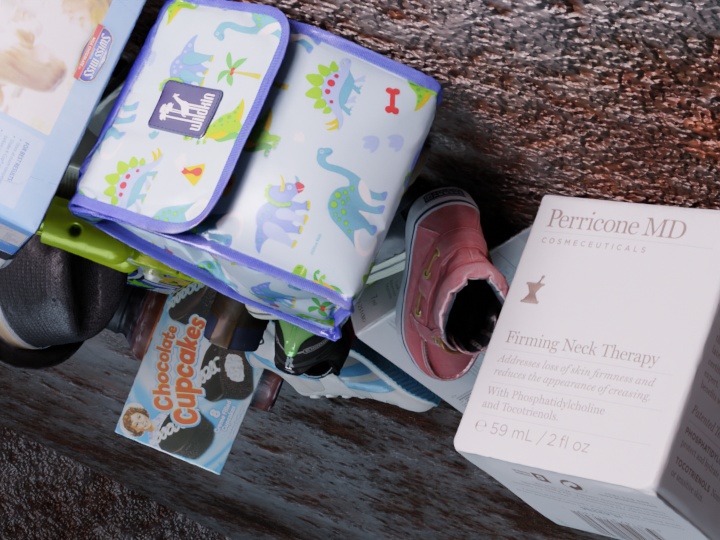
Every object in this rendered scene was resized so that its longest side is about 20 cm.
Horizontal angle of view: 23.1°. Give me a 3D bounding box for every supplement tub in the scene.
[{"bbox_3d":[-0.164,0.062,1.820,0.199,0.107,0.107,23,164,-1],"label":"supplement tub"}]

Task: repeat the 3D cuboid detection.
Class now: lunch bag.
[{"bbox_3d":[-0.068,-0.075,1.155,0.199,0.171,0.127,23,164,1],"label":"lunch bag"}]

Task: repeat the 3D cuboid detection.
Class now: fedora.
[{"bbox_3d":[-0.264,-0.009,1.568,0.091,0.201,0.201,5,157,36],"label":"fedora"}]

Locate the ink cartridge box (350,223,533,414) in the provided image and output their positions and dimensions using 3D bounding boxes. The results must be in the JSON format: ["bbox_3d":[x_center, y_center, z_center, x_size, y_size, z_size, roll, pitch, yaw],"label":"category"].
[{"bbox_3d":[0.115,0.037,1.429,0.173,0.044,0.200,-33,136,19],"label":"ink cartridge box"}]

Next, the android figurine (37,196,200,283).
[{"bbox_3d":[-0.203,-0.026,1.397,0.199,0.041,0.182,19,177,-5],"label":"android figurine"}]

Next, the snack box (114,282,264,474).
[{"bbox_3d":[-0.155,0.090,1.751,0.116,0.201,0.037,22,-166,-3],"label":"snack box"}]

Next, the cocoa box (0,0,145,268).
[{"bbox_3d":[-0.241,-0.126,1.160,0.133,0.201,0.131,27,162,-15],"label":"cocoa box"}]

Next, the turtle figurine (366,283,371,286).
[{"bbox_3d":[0.000,0.000,1.488,0.161,0.065,0.200,16,162,20],"label":"turtle figurine"}]

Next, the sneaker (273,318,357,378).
[{"bbox_3d":[-0.036,0.053,1.601,0.076,0.084,0.200,21,-169,19],"label":"sneaker"}]

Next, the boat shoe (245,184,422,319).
[{"bbox_3d":[-0.018,-0.016,1.383,0.199,0.075,0.062,-24,105,37],"label":"boat shoe"}]

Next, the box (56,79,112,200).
[{"bbox_3d":[-0.147,-0.080,1.361,0.199,0.078,0.095,17,163,-8],"label":"box"}]

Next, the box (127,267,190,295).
[{"bbox_3d":[-0.168,-0.031,1.581,0.064,0.070,0.200,15,166,-17],"label":"box"}]

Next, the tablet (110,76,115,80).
[{"bbox_3d":[-0.209,-0.123,1.461,0.130,0.014,0.200,24,163,-6],"label":"tablet"}]

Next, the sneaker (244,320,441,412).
[{"bbox_3d":[-0.014,0.088,1.709,0.199,0.077,0.081,25,131,-13],"label":"sneaker"}]

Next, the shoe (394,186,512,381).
[{"bbox_3d":[0.070,0.038,1.311,0.071,0.091,0.201,-11,139,-8],"label":"shoe"}]

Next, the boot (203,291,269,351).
[{"bbox_3d":[-0.107,0.021,1.585,0.074,0.097,0.200,24,178,3],"label":"boot"}]

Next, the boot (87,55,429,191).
[{"bbox_3d":[-0.075,-0.094,1.265,0.200,0.182,0.073,51,-164,-7],"label":"boot"}]

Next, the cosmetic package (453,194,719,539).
[{"bbox_3d":[0.199,0.077,1.237,0.167,0.201,0.166,7,159,40],"label":"cosmetic package"}]
